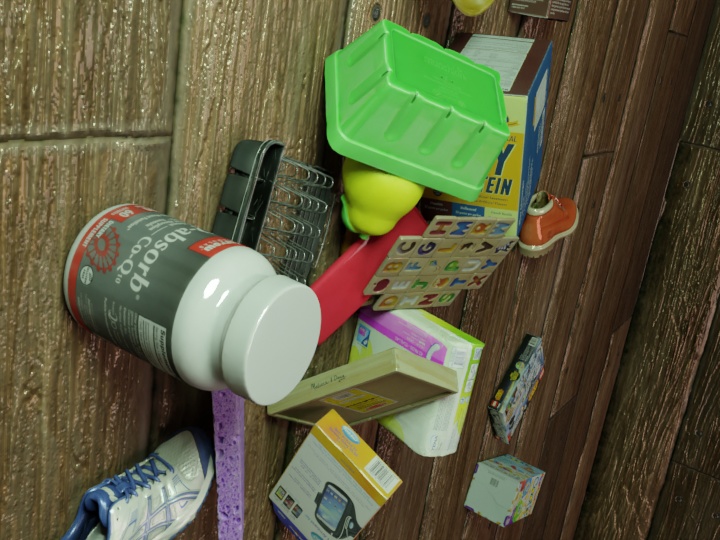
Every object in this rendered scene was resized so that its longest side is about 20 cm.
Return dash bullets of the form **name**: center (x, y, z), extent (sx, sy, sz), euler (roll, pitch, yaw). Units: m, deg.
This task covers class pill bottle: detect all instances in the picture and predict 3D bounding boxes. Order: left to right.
- **pill bottle**: center (-0.135, 0.026, 0.658), extent (0.115, 0.197, 0.118), euler (-37, 137, -45)

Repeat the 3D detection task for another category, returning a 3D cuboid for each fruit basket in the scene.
- **fruit basket**: center (0.042, -0.141, 0.899), extent (0.217, 0.210, 0.159), euler (58, 25, -54)

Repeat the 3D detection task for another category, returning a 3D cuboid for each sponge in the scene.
- **sponge**: center (-0.136, 0.173, 0.852), extent (0.112, 0.029, 0.205), euler (-103, -165, -63)

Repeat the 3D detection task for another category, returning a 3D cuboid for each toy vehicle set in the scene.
- **toy vehicle set**: center (0.001, 0.144, 0.957), extent (0.123, 0.197, 0.027), euler (25, 51, -46)

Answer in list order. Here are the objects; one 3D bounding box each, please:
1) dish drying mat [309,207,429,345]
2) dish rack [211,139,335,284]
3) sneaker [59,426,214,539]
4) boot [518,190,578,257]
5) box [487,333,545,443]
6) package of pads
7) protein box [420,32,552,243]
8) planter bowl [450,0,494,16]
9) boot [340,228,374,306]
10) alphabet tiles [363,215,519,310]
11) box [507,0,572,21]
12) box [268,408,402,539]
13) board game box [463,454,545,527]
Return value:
- **dish drying mat**: center (0.000, 0.000, 0.983), extent (0.200, 0.018, 0.077), euler (-44, 133, -1)
- **dish rack**: center (-0.080, -0.049, 0.860), extent (0.199, 0.054, 0.157), euler (9, 99, -61)
- **sneaker**: center (-0.213, 0.222, 0.767), extent (0.201, 0.074, 0.089), euler (-55, 144, -31)
- **boot**: center (0.375, -0.115, 1.595), extent (0.199, 0.074, 0.110), euler (-37, 132, -44)
- **box**: center (0.345, 0.259, 1.789), extent (0.202, 0.039, 0.138), euler (-55, 146, -27)
- **package of pads**: center (0.060, 0.132, 1.060), extent (0.067, 0.199, 0.159), euler (4, 105, -36)
- **protein box**: center (0.168, -0.181, 1.086), extent (0.201, 0.132, 0.203), euler (-57, 151, -51)
- **planter bowl**: center (0.113, -0.410, 0.954), extent (0.199, 0.082, 0.205), euler (-36, 136, -45)
- **boot**: center (0.047, -0.044, 1.066), extent (0.199, 0.070, 0.148), euler (-19, 123, -50)
- **alphabet tiles**: center (0.102, -0.007, 1.006), extent (0.196, 0.006, 0.168), euler (-2, 141, -37)
- **box**: center (0.288, -0.487, 1.227), extent (0.099, 0.074, 0.205), euler (-18, 123, -55)
- **box**: center (-0.039, 0.272, 0.995), extent (0.041, 0.119, 0.201), euler (-34, 162, -44)
- **board game box**: center (0.325, 0.488, 1.820), extent (0.199, 0.103, 0.106), euler (13, 97, -60)
